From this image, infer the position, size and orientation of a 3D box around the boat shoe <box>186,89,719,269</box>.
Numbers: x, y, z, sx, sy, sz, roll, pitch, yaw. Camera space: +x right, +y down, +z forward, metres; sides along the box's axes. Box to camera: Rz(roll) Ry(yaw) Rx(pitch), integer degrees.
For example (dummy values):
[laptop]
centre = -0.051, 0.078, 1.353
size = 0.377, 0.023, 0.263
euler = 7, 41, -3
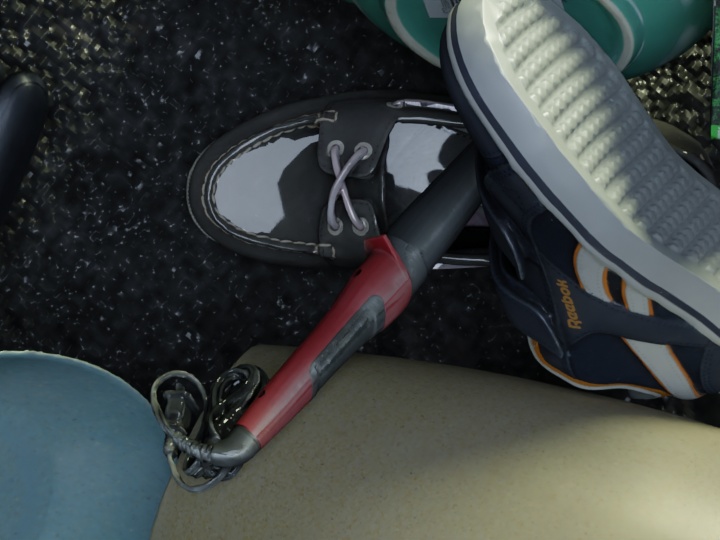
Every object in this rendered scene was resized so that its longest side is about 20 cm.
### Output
[boat shoe]
centre = 0.036, -0.034, 0.938
size = 0.198, 0.057, 0.067
euler = 0, 92, -5

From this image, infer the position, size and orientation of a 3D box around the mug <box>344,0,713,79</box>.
[mug]
centre = 0.053, -0.127, 0.886
size = 0.151, 0.185, 0.115
euler = 23, 63, -21

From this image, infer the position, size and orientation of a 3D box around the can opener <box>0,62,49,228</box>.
[can opener]
centre = -0.169, 0.015, 0.929
size = 0.063, 0.078, 0.201
euler = 16, 87, 33

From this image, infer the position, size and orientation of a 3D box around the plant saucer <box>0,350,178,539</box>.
[plant saucer]
centre = -0.159, 0.100, 0.894
size = 0.200, 0.039, 0.202
euler = -21, 134, -23

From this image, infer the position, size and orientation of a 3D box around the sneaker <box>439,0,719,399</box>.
[sneaker]
centre = 0.073, -0.014, 0.858
size = 0.079, 0.079, 0.200
euler = -24, 132, 29

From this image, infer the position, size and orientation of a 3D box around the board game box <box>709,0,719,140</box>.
[board game box]
centre = 0.156, -0.094, 0.882
size = 0.023, 0.200, 0.106
euler = 0, 92, 22

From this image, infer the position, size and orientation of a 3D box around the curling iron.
[curling iron]
centre = 0.000, 0.000, 0.877
size = 0.049, 0.026, 0.200
euler = 27, 61, 36

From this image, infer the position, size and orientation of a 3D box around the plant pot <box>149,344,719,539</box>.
[plant pot]
centre = 0.033, 0.109, 0.895
size = 0.199, 0.187, 0.188
euler = 25, 90, 9
